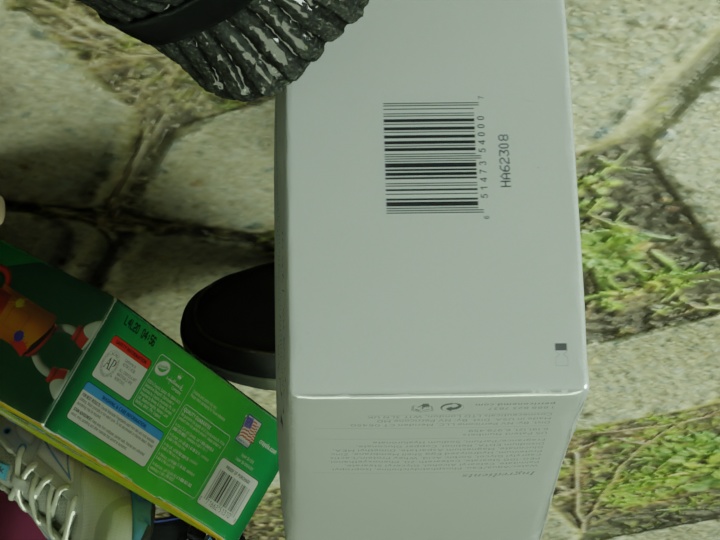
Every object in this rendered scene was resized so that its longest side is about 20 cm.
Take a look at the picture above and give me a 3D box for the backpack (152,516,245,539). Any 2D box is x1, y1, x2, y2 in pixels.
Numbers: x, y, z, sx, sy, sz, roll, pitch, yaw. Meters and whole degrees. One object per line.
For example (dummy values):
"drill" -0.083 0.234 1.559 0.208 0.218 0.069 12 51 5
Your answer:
"backpack" -0.159 0.275 1.691 0.182 0.200 0.135 -4 156 5

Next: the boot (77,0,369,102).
"boot" -0.044 -0.138 0.919 0.158 0.080 0.211 26 155 -34

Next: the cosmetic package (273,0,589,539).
"cosmetic package" 0.024 -0.002 1.081 0.123 0.200 0.200 -1 155 -1

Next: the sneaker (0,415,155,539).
"sneaker" -0.168 0.120 1.377 0.087 0.200 0.075 10 112 -22

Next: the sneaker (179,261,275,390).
"sneaker" 0.000 0.000 1.262 0.200 0.075 0.106 -5 144 7

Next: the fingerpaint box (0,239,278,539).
"fingerpaint box" -0.149 0.047 1.251 0.167 0.073 0.200 25 170 32

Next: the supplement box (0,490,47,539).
"supplement box" -0.255 0.167 1.565 0.200 0.103 0.131 -23 146 39

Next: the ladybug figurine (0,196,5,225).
"ladybug figurine" -0.258 -0.040 1.111 0.200 0.072 0.136 9 120 -17
